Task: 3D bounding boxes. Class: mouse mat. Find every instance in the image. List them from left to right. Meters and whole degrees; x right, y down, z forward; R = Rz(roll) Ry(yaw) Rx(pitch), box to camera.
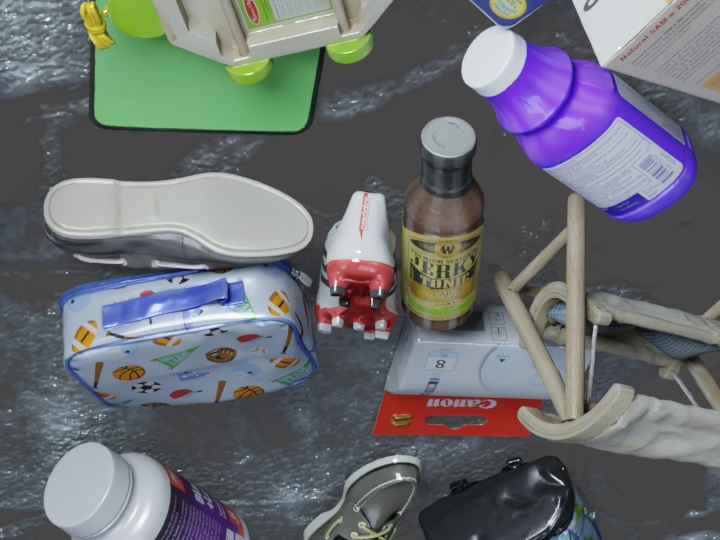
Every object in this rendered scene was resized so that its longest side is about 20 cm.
[{"bbox_3d":[-0.100,-0.162,0.989,0.160,0.008,0.201,1,142,-10],"label":"mouse mat"}]

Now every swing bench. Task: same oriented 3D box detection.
[{"bbox_3d":[0.230,0.071,1.177,0.198,0.201,0.130,15,138,-25],"label":"swing bench"}]

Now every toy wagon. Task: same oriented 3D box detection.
[{"bbox_3d":[-0.078,-0.184,0.928,0.199,0.040,0.156,-11,141,6],"label":"toy wagon"}]

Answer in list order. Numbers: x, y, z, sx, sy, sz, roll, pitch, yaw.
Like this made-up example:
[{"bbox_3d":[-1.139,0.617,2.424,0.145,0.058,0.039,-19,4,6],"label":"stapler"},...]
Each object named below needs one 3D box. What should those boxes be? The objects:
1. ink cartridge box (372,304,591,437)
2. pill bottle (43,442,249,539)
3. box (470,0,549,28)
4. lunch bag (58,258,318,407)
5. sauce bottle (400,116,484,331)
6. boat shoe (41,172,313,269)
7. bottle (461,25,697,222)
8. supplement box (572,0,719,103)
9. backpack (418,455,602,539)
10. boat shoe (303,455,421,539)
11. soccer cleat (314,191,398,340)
[{"bbox_3d":[0.105,0.108,1.330,0.159,0.047,0.201,2,139,-11],"label":"ink cartridge box"},{"bbox_3d":[-0.202,0.240,1.404,0.111,0.112,0.200,-24,139,21],"label":"pill bottle"},{"bbox_3d":[0.130,-0.238,0.902,0.199,0.033,0.121,-33,135,27],"label":"box"},{"bbox_3d":[-0.130,0.047,1.178,0.199,0.076,0.160,-12,154,6],"label":"lunch bag"},{"bbox_3d":[0.061,-0.034,1.130,0.064,0.065,0.201,-5,142,-2],"label":"sauce bottle"},{"bbox_3d":[-0.136,-0.034,1.109,0.198,0.067,0.057,4,157,-6],"label":"boat shoe"},{"bbox_3d":[0.153,-0.105,1.051,0.199,0.066,0.083,28,130,-36],"label":"bottle"},{"bbox_3d":[0.247,-0.173,0.942,0.199,0.074,0.126,10,141,-39],"label":"supplement box"},{"bbox_3d":[0.175,0.291,1.519,0.162,0.155,0.200,-24,152,11],"label":"backpack"},{"bbox_3d":[0.005,0.253,1.492,0.072,0.061,0.202,14,138,-24],"label":"boat shoe"},{"bbox_3d":[0.000,0.000,1.165,0.068,0.086,0.200,7,165,1],"label":"soccer cleat"}]
